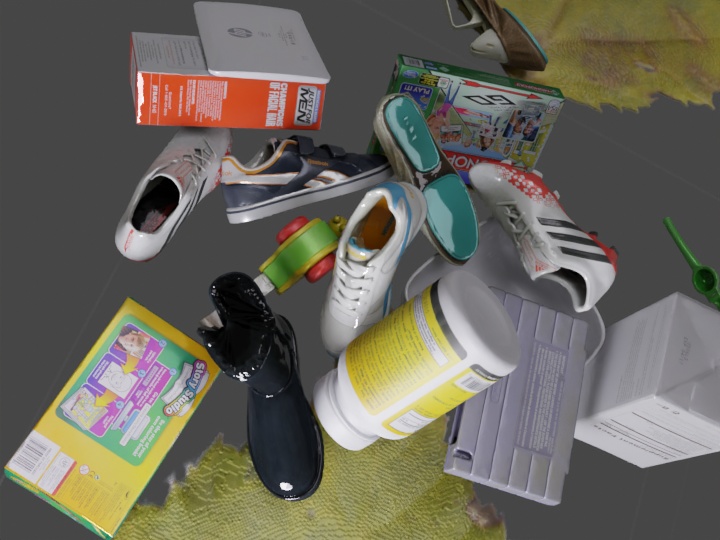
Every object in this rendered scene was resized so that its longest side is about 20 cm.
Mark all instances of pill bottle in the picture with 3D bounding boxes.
[{"bbox_3d":[0.051,0.096,0.934,0.112,0.200,0.113,40,29,-27],"label":"pill bottle"}]

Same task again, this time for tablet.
[{"bbox_3d":[-0.113,-0.257,1.041,0.129,0.014,0.200,1,34,-17],"label":"tablet"}]

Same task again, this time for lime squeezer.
[{"bbox_3d":[0.456,0.013,1.185,0.200,0.038,0.071,38,65,-2],"label":"lime squeezer"}]

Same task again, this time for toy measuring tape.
[{"bbox_3d":[-0.085,-0.002,0.998,0.200,0.074,0.074,-38,86,-25],"label":"toy measuring tape"}]

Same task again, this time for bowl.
[{"bbox_3d":[0.153,0.057,1.053,0.199,0.075,0.200,-34,84,-24],"label":"bowl"}]

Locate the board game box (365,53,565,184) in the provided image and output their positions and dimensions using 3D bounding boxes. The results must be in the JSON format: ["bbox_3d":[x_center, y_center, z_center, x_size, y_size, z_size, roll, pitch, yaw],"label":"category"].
[{"bbox_3d":[0.120,-0.166,1.087,0.198,0.135,0.029,8,37,-15],"label":"board game box"}]

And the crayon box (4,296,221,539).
[{"bbox_3d":[-0.233,0.141,0.909,0.118,0.058,0.201,34,65,-5],"label":"crayon box"}]

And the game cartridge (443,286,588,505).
[{"bbox_3d":[0.167,0.130,0.977,0.129,0.038,0.201,22,68,-16],"label":"game cartridge"}]

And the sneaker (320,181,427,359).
[{"bbox_3d":[0.000,0.000,0.980,0.076,0.081,0.201,25,103,22],"label":"sneaker"}]

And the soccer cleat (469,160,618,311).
[{"bbox_3d":[0.192,-0.039,1.014,0.200,0.069,0.085,40,61,-7],"label":"soccer cleat"}]

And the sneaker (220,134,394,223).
[{"bbox_3d":[-0.057,-0.114,1.031,0.199,0.078,0.080,-17,100,-21],"label":"sneaker"}]

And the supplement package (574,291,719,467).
[{"bbox_3d":[0.323,0.125,1.015,0.119,0.200,0.122,24,67,-8],"label":"supplement package"}]

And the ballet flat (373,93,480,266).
[{"bbox_3d":[0.072,-0.098,1.024,0.067,0.062,0.201,-23,90,-18],"label":"ballet flat"}]

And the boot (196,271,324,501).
[{"bbox_3d":[-0.095,0.115,0.896,0.076,0.168,0.202,-12,72,6],"label":"boot"}]

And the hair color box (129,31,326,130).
[{"bbox_3d":[-0.147,-0.206,1.023,0.198,0.064,0.111,-1,35,-17],"label":"hair color box"}]

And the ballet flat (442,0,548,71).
[{"bbox_3d":[0.153,-0.318,1.189,0.072,0.068,0.201,-34,84,-4],"label":"ballet flat"}]

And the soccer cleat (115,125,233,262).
[{"bbox_3d":[-0.190,-0.097,0.987,0.068,0.085,0.201,33,66,-5],"label":"soccer cleat"}]
